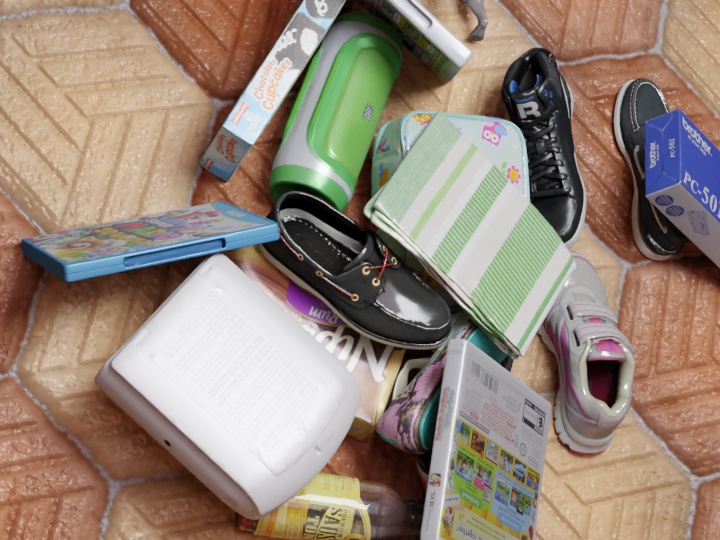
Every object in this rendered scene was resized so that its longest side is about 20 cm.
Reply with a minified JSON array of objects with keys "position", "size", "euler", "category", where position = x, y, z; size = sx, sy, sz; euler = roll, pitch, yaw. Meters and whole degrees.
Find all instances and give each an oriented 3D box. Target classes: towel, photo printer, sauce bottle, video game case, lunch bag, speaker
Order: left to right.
[{"position":[-0.190,-0.028,1.584],"size":[0.198,0.143,0.018],"euler":[-12,105,-24],"category":"video game case"},{"position":[-0.107,0.104,1.540],"size":[0.200,0.069,0.167],"euler":[41,61,0],"category":"photo printer"},{"position":[-0.022,-0.150,1.718],"size":[0.088,0.088,0.202],"euler":[25,65,-11],"category":"speaker"},{"position":[-0.013,0.217,1.590],"size":[0.198,0.066,0.067],"euler":[8,68,-8],"category":"sauce bottle"},{"position":[0.031,-0.257,1.720],"size":[0.182,0.200,0.022],"euler":[43,90,-2],"category":"video game case"},{"position":[0.091,-0.049,1.714],"size":[0.159,0.077,0.203],"euler":[2,84,-28],"category":"lunch bag"},{"position":[0.107,-0.032,1.642],"size":[0.200,0.023,0.153],"euler":[44,51,-9],"category":"towel"},{"position":[0.117,0.180,1.611],"size":[0.200,0.023,0.184],"euler":[37,57,-54],"category":"video game case"}]

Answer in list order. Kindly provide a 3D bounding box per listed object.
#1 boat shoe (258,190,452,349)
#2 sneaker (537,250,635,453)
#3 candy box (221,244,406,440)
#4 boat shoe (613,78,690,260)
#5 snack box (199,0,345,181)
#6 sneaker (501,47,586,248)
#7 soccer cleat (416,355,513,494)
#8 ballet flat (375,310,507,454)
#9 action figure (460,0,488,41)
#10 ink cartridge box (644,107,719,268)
[{"position":[-0.001,0.002,1.608],"size":[0.200,0.063,0.074],"euler":[33,56,4],"category":"boat shoe"},{"position":[0.228,0.072,1.731],"size":[0.080,0.088,0.202],"euler":[-4,73,-22],"category":"sneaker"},{"position":[-0.059,0.062,1.644],"size":[0.198,0.056,0.118],"euler":[26,65,-9],"category":"candy box"},{"position":[0.315,-0.114,1.845],"size":[0.075,0.060,0.202],"euler":[-2,73,-24],"category":"boat shoe"},{"position":[-0.079,-0.187,1.681],"size":[0.037,0.116,0.201],"euler":[33,69,-5],"category":"snack box"},{"position":[0.174,-0.127,1.762],"size":[0.072,0.112,0.202],"euler":[-11,63,18],"category":"sneaker"},{"position":[0.099,0.139,1.681],"size":[0.067,0.074,0.201],"euler":[9,47,15],"category":"soccer cleat"},{"position":[0.078,0.088,1.639],"size":[0.071,0.070,0.200],"euler":[15,50,34],"category":"ballet flat"},{"position":[0.128,-0.343,1.836],"size":[0.198,0.105,0.195],"euler":[18,74,-13],"category":"action figure"},{"position":[0.358,-0.069,1.796],"size":[0.200,0.044,0.095],"euler":[38,45,-38],"category":"ink cartridge box"}]
